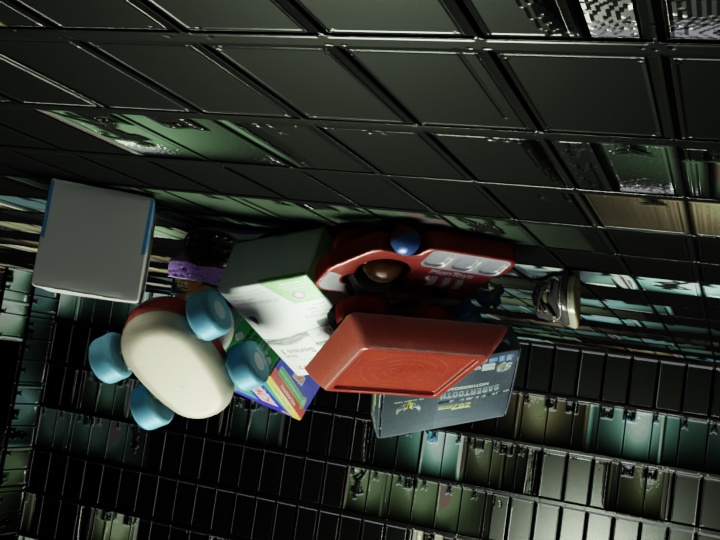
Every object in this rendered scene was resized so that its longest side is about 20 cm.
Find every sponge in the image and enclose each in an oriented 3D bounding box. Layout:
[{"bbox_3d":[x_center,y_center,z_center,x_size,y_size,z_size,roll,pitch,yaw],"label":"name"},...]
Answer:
[{"bbox_3d":[-0.198,-0.011,1.474,0.111,0.030,0.200,9,-168,10],"label":"sponge"}]

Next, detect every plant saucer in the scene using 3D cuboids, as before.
[{"bbox_3d":[0.051,0.111,1.208,0.198,0.037,0.200,6,155,-18],"label":"plant saucer"}]

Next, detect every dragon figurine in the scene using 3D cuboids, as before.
[{"bbox_3d":[0.134,0.060,1.397,0.059,0.200,0.100,5,135,43],"label":"dragon figurine"}]

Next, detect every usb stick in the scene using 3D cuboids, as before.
[{"bbox_3d":[0.047,0.048,1.253,0.199,0.056,0.033,-12,147,-38],"label":"usb stick"}]

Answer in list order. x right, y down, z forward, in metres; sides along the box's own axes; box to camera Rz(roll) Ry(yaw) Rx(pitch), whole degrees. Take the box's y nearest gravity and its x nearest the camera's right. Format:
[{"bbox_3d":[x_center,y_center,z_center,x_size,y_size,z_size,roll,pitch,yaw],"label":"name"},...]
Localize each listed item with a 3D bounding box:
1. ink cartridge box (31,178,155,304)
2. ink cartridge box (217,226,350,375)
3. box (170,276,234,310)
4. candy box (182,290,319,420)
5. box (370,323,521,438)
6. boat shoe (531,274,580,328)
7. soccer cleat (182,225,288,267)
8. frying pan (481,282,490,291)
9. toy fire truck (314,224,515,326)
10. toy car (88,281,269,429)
[{"bbox_3d":[-0.329,-0.029,1.255,0.124,0.130,0.200,10,176,-10],"label":"ink cartridge box"},{"bbox_3d":[-0.065,0.046,1.295,0.145,0.085,0.200,-10,136,32],"label":"ink cartridge box"},{"bbox_3d":[-0.207,0.037,1.575,0.157,0.046,0.200,9,172,-2],"label":"box"},{"bbox_3d":[-0.174,0.128,1.474,0.199,0.077,0.169,18,155,23],"label":"candy box"},{"bbox_3d":[0.116,0.157,1.390,0.198,0.051,0.158,-8,138,-10],"label":"box"},{"bbox_3d":[0.266,0.040,1.357,0.064,0.073,0.200,3,180,9],"label":"boat shoe"},{"bbox_3d":[-0.142,-0.029,1.370,0.198,0.069,0.073,7,-166,6],"label":"soccer cleat"},{"bbox_3d":[0.103,-0.004,1.341,0.114,0.031,0.190,18,-177,-27],"label":"frying pan"},{"bbox_3d":[0.057,-0.004,1.146,0.198,0.113,0.168,10,150,-22],"label":"toy fire truck"},{"bbox_3d":[-0.229,0.076,1.320,0.183,0.201,0.177,-24,121,16],"label":"toy car"}]
